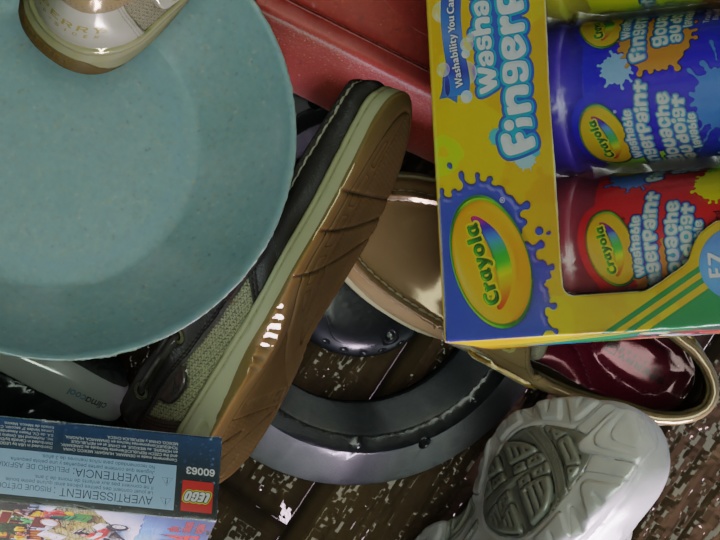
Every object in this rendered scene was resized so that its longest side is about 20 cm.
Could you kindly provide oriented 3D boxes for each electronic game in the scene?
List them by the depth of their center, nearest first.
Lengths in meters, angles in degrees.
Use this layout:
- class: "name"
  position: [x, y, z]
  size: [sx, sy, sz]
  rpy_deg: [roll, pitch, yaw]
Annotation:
- class: "electronic game"
  position: [0.000, 0.000, 1.210]
  size: [0.199, 0.042, 0.202]
  rpy_deg: [-2, 98, -16]

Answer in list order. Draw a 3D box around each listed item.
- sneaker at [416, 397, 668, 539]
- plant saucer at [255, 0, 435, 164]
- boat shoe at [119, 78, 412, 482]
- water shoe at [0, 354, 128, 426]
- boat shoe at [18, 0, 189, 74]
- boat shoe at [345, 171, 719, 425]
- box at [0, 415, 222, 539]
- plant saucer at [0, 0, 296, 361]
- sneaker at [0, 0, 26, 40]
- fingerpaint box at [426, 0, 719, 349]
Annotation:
- class: "sneaker"
  position: [0.093, 0.126, 1.195]
  size: [0.099, 0.078, 0.200]
  rpy_deg: [14, 141, -25]
- class: "plant saucer"
  position: [0.048, -0.154, 1.175]
  size: [0.199, 0.037, 0.201]
  rpy_deg: [26, 82, -11]
- class: "boat shoe"
  position: [-0.046, 0.000, 1.127]
  size: [0.065, 0.073, 0.201]
  rpy_deg: [33, 103, 16]
- class: "water shoe"
  position: [-0.205, 0.044, 1.174]
  size: [0.199, 0.072, 0.079]
  rpy_deg: [22, 100, -9]
- class: "boat shoe"
  position: [-0.066, -0.165, 1.081]
  size: [0.073, 0.063, 0.201]
  rpy_deg: [41, 60, 2]
- class: "boat shoe"
  position: [0.078, 0.013, 1.177]
  size: [0.199, 0.066, 0.074]
  rpy_deg: [23, 91, -17]
- class: "box"
  position: [-0.140, 0.113, 1.133]
  size: [0.136, 0.200, 0.038]
  rpy_deg: [6, 67, -9]
- class: "plant saucer"
  position: [-0.127, -0.057, 1.093]
  size: [0.200, 0.039, 0.202]
  rpy_deg: [2, 76, -10]
- class: "sneaker"
  position: [-0.147, -0.093, 1.166]
  size: [0.099, 0.078, 0.201]
  rpy_deg: [7, 107, -16]
- class: "fingerpaint box"
  position: [0.116, -0.072, 1.090]
  size: [0.166, 0.073, 0.202]
  rpy_deg: [-4, 86, 19]
